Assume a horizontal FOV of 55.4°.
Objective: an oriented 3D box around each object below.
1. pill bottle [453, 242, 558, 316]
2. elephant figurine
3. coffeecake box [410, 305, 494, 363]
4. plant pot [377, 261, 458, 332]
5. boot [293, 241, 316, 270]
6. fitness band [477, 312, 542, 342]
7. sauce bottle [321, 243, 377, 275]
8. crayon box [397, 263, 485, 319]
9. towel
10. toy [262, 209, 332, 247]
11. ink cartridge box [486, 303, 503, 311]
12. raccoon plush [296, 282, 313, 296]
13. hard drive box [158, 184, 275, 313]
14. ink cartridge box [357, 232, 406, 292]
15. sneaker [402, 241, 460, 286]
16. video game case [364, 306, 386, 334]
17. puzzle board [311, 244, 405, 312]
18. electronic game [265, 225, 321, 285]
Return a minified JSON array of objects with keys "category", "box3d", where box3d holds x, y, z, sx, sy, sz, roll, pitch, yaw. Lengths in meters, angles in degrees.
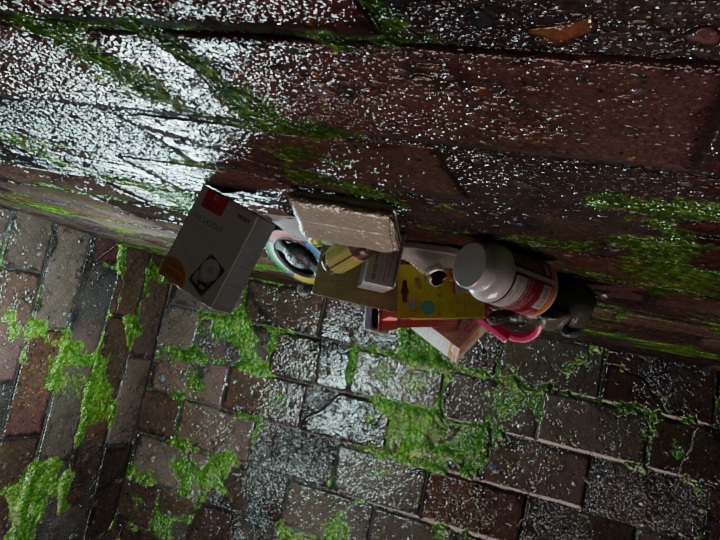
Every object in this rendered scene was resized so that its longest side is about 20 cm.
[{"category":"pill bottle","box3d":[0.274,0.013,1.305,0.198,0.115,0.112,18,172,-35]},{"category":"elephant figurine","box3d":[0.406,0.080,1.496,0.198,0.157,0.141,6,-159,-33]},{"category":"coffeecake box","box3d":[0.222,0.117,1.789,0.199,0.153,0.074,37,149,24]},{"category":"plant pot","box3d":[0.144,0.055,1.675,0.192,0.204,0.201,3,174,2]},{"category":"boot","box3d":[-0.109,-0.018,1.877,0.198,0.097,0.073,17,172,-37]},{"category":"fitness band","box3d":[0.348,0.091,1.646,0.199,0.144,0.037,40,-142,6]},{"category":"sauce bottle","box3d":[-0.004,-0.047,1.374,0.064,0.066,0.199,16,155,-32]},{"category":"crayon box","box3d":[0.181,0.047,1.556,0.197,0.129,0.051,0,174,3]},{"category":"towel","box3d":[-0.025,-0.088,1.218,0.197,0.035,0.133,11,153,14]},{"category":"toy","box3d":[-0.110,-0.097,1.399,0.113,0.048,0.200,9,167,14]},{"category":"ink cartridge box","box3d":[0.419,0.080,1.752,0.145,0.084,0.200,9,173,26]},{"category":"raccoon plush","box3d":[-0.063,0.009,1.834,0.198,0.098,0.134,-24,154,21]},{"category":"hard drive box","box3d":[-0.285,-0.042,1.364,0.155,0.202,0.077,28,-179,24]},{"category":"ink cartridge box","box3d":[0.043,-0.021,1.453,0.066,0.118,0.200,12,173,-5]},{"category":"sneaker","box3d":[0.138,-0.013,1.482,0.072,0.086,0.199,15,176,-39]},{"category":"video game case","box3d":[0.045,0.061,1.795,0.023,0.203,0.182,2,172,14]},{"category":"puzzle board","box3d":[0.000,0.000,1.562,0.197,0.153,0.017,13,176,-9]},{"category":"electronic game","box3d":[-0.154,-0.035,1.711,0.198,0.042,0.201,23,147,15]}]
